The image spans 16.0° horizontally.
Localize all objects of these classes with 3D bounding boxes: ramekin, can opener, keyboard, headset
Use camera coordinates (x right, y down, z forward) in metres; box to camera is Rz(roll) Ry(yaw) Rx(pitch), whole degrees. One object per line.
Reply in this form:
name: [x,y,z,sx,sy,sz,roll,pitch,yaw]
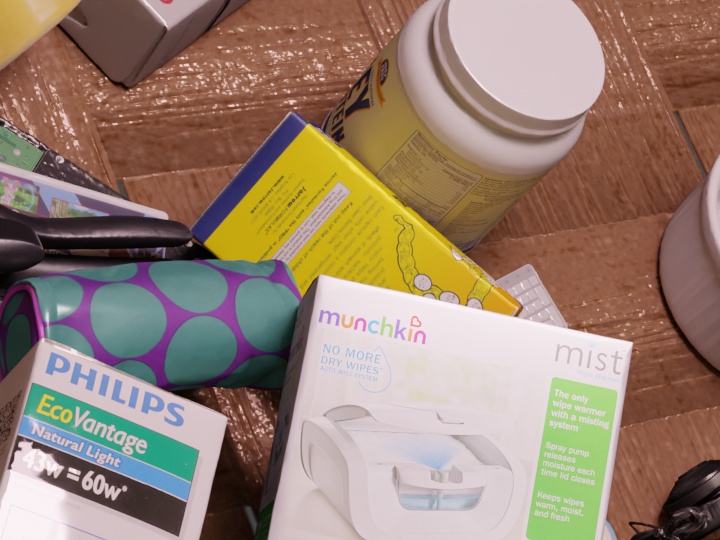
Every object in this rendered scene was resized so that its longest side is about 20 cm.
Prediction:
ramekin: [0.325,-0.002,1.947,0.200,0.098,0.201,14,56,-23]
can opener: [-0.196,-0.010,1.606,0.200,0.063,0.079,4,33,-38]
keyboard: [0.068,0.054,1.822,0.200,0.011,0.056,-26,77,-38]
headset: [0.267,0.184,1.804,0.200,0.094,0.124,2,60,-42]

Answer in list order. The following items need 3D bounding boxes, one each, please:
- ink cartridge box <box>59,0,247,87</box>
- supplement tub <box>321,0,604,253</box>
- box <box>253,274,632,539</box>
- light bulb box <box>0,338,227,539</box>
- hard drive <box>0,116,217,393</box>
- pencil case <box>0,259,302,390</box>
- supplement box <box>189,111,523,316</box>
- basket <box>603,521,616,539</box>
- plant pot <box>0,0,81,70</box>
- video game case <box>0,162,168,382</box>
ink cartridge box: [-0.141,-0.246,1.836,0.145,0.084,0.200,45,51,2]
supplement tub: [0.069,-0.107,1.797,0.145,0.200,0.145,14,56,-22]
box: [0.048,0.113,1.554,0.200,0.097,0.177,13,77,-6]
light bulb box: [-0.188,0.181,1.477,0.125,0.198,0.200,24,54,-18]
hard drive: [-0.195,0.002,1.686,0.200,0.038,0.140,33,51,-9]
pencil case: [-0.130,0.042,1.589,0.200,0.093,0.085,-5,29,-34]
supplement box: [0.000,0.000,1.716,0.200,0.109,0.110,42,93,4]
basket: [0.068,0.184,1.651,0.200,0.139,0.177,-7,73,-48]
plant pot: [-0.289,-0.216,1.677,0.189,0.201,0.201,52,49,-14]
video game case: [-0.225,0.015,1.624,0.200,0.023,0.182,17,56,-19]
